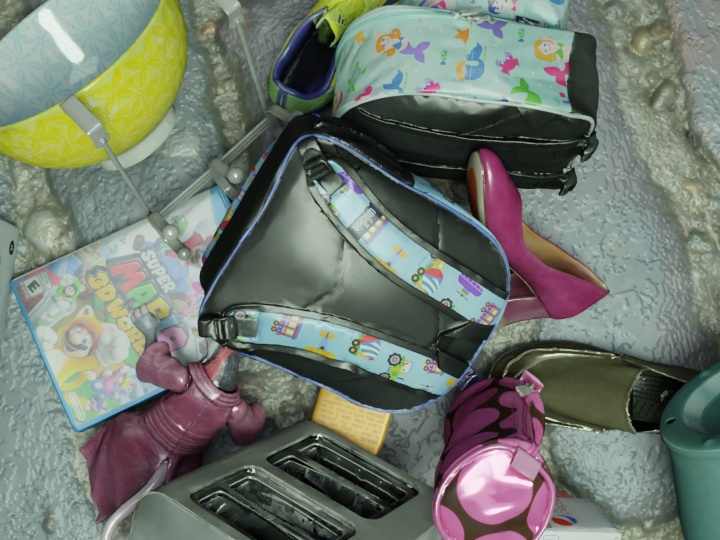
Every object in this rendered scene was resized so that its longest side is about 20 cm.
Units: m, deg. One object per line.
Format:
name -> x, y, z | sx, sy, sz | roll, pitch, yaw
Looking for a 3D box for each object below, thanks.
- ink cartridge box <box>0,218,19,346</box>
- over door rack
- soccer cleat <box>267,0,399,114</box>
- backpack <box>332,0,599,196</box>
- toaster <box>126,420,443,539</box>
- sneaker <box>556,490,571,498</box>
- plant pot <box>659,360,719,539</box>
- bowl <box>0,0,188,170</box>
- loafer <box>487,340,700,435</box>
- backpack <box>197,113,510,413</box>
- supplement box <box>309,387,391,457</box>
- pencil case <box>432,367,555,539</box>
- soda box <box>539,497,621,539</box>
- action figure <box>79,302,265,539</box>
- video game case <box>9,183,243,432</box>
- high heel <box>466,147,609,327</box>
ink cartridge box -> -0.324, 0.046, 0.865 | 0.041, 0.200, 0.200 | 8, 86, 2
over door rack -> -0.121, -0.102, 0.860 | 0.148, 0.200, 0.067 | -44, 62, -11
soccer cleat -> -0.010, -0.215, 0.942 | 0.065, 0.084, 0.200 | 32, 86, 4
backpack -> 0.076, -0.144, 0.887 | 0.200, 0.178, 0.151 | -1, 75, -2
toaster -> -0.047, 0.210, 0.799 | 0.200, 0.181, 0.119 | 25, 114, 29
sneaker -> 0.111, 0.209, 0.903 | 0.200, 0.075, 0.105 | 24, 91, -5
plant pot -> 0.320, 0.162, 0.819 | 0.200, 0.200, 0.188 | -32, 103, -2
bowl -> -0.213, -0.146, 0.915 | 0.200, 0.200, 0.108 | -37, 128, -2
loafer -> 0.204, 0.096, 0.916 | 0.200, 0.070, 0.075 | 3, 85, 1
backpack -> 0.000, 0.000, 0.829 | 0.200, 0.135, 0.183 | 27, 103, -16
supplement box -> 0.012, 0.052, 0.926 | 0.069, 0.067, 0.200 | 14, 84, 2
pencil case -> 0.099, 0.134, 0.815 | 0.094, 0.200, 0.091 | -43, 94, 11
soda box -> 0.147, 0.276, 0.844 | 0.064, 0.068, 0.200 | 3, 99, -6
action figure -> -0.149, 0.121, 0.878 | 0.134, 0.149, 0.200 | 30, 114, -13
video game case -> -0.179, 0.032, 0.954 | 0.200, 0.018, 0.143 | -25, 84, -2
high heel -> 0.141, -0.032, 0.882 | 0.096, 0.200, 0.067 | -15, 52, 5
